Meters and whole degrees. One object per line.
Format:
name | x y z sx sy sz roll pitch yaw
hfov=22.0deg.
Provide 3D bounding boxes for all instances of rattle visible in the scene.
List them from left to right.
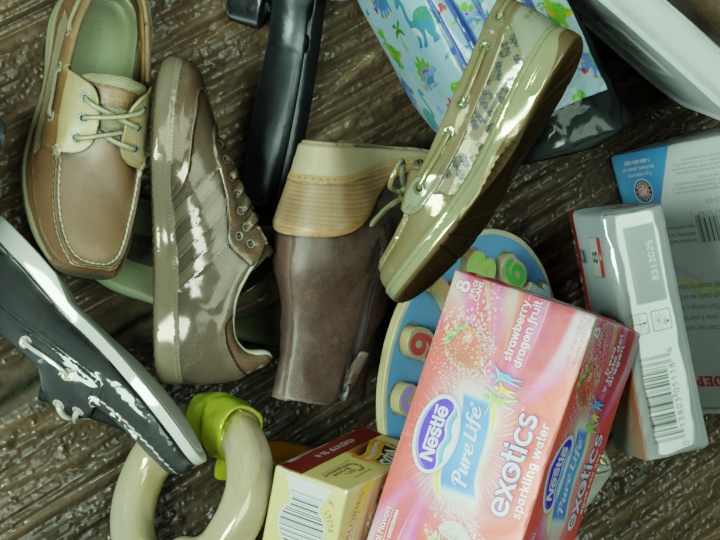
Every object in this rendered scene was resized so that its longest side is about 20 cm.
rattle | -0.090 0.190 1.168 0.143 0.129 0.202 50 37 -55

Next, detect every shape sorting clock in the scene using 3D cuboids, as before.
shape sorting clock | 0.079 0.072 1.268 0.199 0.039 0.202 -19 114 -50

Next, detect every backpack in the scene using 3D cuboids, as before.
backpack | 0.080 -0.167 1.248 0.152 0.163 0.202 -13 92 -10

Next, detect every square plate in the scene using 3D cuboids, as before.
square plate | 0.196 -0.165 1.284 0.198 0.200 0.029 38 94 -15

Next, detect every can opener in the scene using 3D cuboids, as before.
can opener | -0.050 -0.138 1.241 0.063 0.078 0.202 7 86 -65

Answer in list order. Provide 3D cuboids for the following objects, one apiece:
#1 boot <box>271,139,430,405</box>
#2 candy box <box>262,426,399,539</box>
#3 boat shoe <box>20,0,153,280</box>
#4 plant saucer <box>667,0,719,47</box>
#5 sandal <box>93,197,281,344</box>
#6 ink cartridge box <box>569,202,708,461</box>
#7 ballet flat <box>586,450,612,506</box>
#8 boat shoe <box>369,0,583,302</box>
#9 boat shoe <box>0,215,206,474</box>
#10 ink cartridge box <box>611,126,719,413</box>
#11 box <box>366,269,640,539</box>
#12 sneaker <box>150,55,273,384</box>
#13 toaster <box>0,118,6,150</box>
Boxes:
boot | 0.000 0.000 1.221 0.200 0.072 0.168 -4 100 -61
candy box | -0.022 0.211 1.169 0.115 0.055 0.202 -15 119 -62
boat shoe | -0.164 -0.097 1.138 0.075 0.074 0.202 7 69 -24
plant saucer | 0.231 -0.180 1.315 0.200 0.200 0.037 39 94 -20
sandal | -0.088 0.002 1.204 0.200 0.057 0.081 12 83 -31
ink cartridge box | 0.169 0.036 1.266 0.050 0.200 0.164 -12 93 -12
ballet flat | 0.135 0.118 1.258 0.068 0.068 0.201 -10 122 -4
boat shoe | 0.064 -0.073 1.160 0.062 0.073 0.201 34 95 14
boat shoe | -0.175 0.056 1.126 0.060 0.074 0.200 -43 84 -5
ink cartridge box | 0.277 -0.003 1.344 0.084 0.144 0.202 -17 95 -27
box | 0.085 0.112 1.142 0.095 0.102 0.202 19 91 -63
sneaker | -0.092 -0.031 1.143 0.075 0.070 0.202 0 93 -7
toaster | -0.294 -0.022 1.065 0.128 0.114 0.201 21 78 -9
